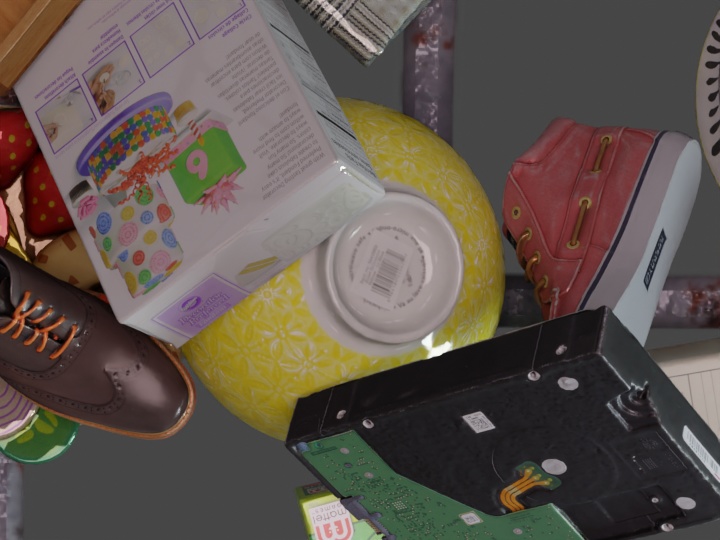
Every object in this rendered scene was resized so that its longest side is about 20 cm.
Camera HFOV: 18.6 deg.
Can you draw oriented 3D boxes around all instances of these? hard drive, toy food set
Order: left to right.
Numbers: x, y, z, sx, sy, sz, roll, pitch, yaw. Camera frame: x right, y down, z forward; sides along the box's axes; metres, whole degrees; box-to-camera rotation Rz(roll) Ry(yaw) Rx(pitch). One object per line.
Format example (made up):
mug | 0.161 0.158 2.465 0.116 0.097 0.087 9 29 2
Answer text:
toy food set | -0.205 0.008 1.234 0.197 0.049 0.201 -33 96 -3
hard drive | 0.078 0.095 1.145 0.199 0.038 0.140 -20 128 34

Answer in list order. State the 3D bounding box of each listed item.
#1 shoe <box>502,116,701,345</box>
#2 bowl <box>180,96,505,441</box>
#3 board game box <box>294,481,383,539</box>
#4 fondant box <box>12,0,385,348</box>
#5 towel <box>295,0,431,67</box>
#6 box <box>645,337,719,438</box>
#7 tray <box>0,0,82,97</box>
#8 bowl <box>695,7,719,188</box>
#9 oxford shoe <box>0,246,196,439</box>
shoe | 0.115 0.002 1.220 0.090 0.072 0.201 12 61 25
bowl | 0.000 0.000 1.201 0.199 0.108 0.202 0 89 -19
board game box | 0.036 0.211 1.270 0.101 0.048 0.201 -15 94 -5
fondant box | -0.094 -0.082 1.168 0.144 0.058 0.201 -36 59 14
towel | -0.004 -0.238 1.206 0.193 0.035 0.200 44 59 -6
box | 0.235 0.083 1.267 0.199 0.078 0.096 -8 94 -5
tray | -0.238 -0.194 1.194 0.200 0.037 0.099 39 89 15
bowl | 0.299 -0.100 1.256 0.199 0.094 0.202 0 93 -5
oxford shoe | -0.178 0.032 1.177 0.199 0.073 0.071 30 90 -7
